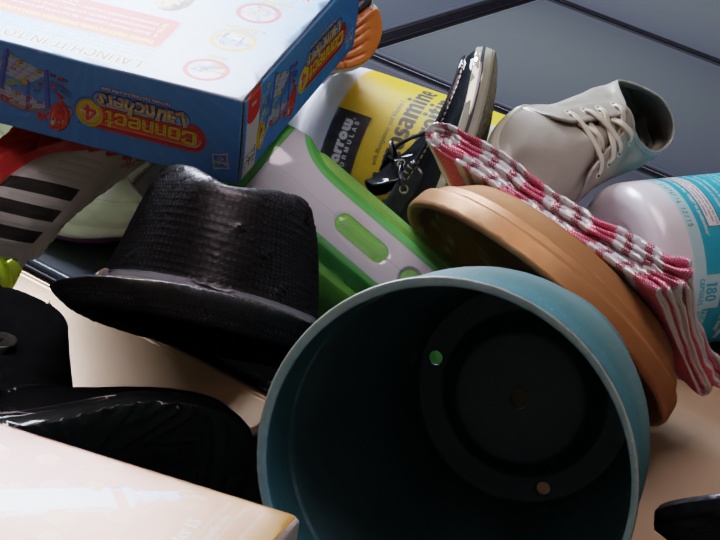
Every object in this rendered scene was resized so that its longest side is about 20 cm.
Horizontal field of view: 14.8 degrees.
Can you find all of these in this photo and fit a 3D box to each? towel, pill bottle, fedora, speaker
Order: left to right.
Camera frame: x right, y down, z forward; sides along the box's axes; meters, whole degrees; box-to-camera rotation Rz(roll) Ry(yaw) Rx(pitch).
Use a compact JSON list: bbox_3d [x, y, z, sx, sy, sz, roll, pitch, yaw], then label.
[{"bbox_3d":[-0.078,-0.005,1.555,0.200,0.092,0.201,13,-7,2],"label":"fedora"},{"bbox_3d":[0.000,0.000,1.661,0.200,0.088,0.088,40,28,-2],"label":"speaker"},{"bbox_3d":[0.022,-0.071,1.867,0.199,0.112,0.112,19,27,17],"label":"pill bottle"},{"bbox_3d":[0.132,-0.009,1.671,0.200,0.146,0.030,35,77,30],"label":"towel"},{"bbox_3d":[0.250,-0.011,1.816,0.199,0.111,0.111,-7,28,-27],"label":"pill bottle"}]

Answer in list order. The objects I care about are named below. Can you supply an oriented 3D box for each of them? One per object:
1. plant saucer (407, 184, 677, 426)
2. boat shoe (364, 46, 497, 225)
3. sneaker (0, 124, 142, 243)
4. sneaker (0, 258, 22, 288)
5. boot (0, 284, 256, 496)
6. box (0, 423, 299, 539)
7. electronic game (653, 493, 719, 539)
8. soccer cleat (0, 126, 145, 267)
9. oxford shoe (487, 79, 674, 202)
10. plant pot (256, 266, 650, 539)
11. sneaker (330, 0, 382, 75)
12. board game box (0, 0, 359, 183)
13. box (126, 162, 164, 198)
[{"bbox_3d":[0.114,0.015,1.652,0.200,0.200,0.037,31,76,41],"label":"plant saucer"},{"bbox_3d":[0.035,-0.054,1.762,0.062,0.201,0.075,23,-5,9],"label":"boat shoe"},{"bbox_3d":[-0.204,-0.082,1.851,0.200,0.100,0.075,25,27,27],"label":"sneaker"},{"bbox_3d":[-0.276,-0.041,1.779,0.074,0.084,0.200,-4,45,-37],"label":"sneaker"},{"bbox_3d":[-0.166,0.067,1.570,0.199,0.077,0.168,-3,30,-8],"label":"boot"},{"bbox_3d":[-0.148,0.158,1.355,0.199,0.098,0.124,15,26,17],"label":"box"},{"bbox_3d":[0.258,0.134,1.491,0.199,0.042,0.200,0,-9,0],"label":"electronic game"},{"bbox_3d":[-0.191,-0.049,1.647,0.200,0.085,0.069,-28,44,-31],"label":"soccer cleat"},{"bbox_3d":[0.144,-0.084,1.800,0.058,0.075,0.200,-26,-3,35],"label":"oxford shoe"},{"bbox_3d":[0.067,0.084,1.481,0.199,0.201,0.188,14,14,13],"label":"plant pot"},{"bbox_3d":[-0.091,-0.153,1.817,0.199,0.076,0.092,6,-9,-9],"label":"sneaker"},{"bbox_3d":[-0.126,-0.141,1.660,0.199,0.056,0.196,15,33,15],"label":"board game box"},{"bbox_3d":[-0.111,-0.060,1.793,0.156,0.041,0.200,46,6,-31],"label":"box"}]
